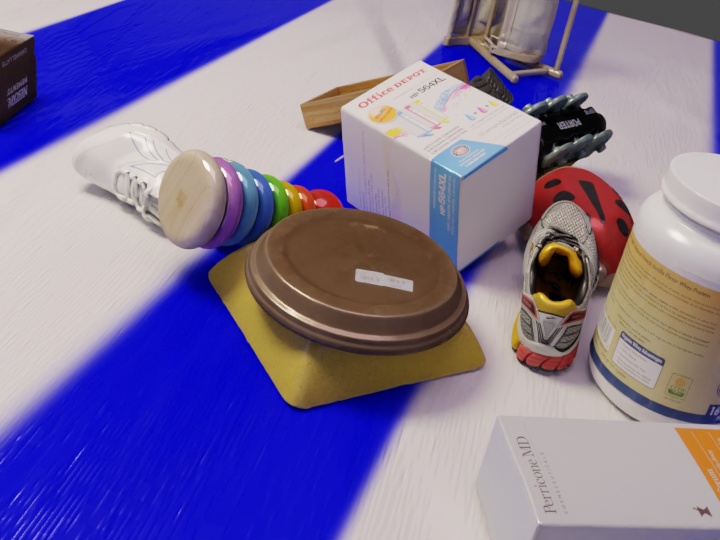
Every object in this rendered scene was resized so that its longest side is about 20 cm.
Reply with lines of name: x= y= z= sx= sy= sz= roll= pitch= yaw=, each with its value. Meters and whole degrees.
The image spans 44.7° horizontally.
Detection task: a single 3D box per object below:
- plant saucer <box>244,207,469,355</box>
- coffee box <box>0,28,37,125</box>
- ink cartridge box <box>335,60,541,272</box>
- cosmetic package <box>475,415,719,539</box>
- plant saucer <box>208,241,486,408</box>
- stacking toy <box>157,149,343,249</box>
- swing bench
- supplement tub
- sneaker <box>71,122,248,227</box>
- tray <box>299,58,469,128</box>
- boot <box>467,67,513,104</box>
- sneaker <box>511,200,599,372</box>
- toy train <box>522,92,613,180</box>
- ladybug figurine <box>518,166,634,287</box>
plant saucer: x=0.000 y=0.000 z=0.747 sx=0.195 sy=0.030 sz=0.202 roll=10 pitch=32 yaw=-6
coffee box: x=-0.486 y=-0.235 z=0.997 sx=0.195 sy=0.081 sz=0.115 roll=12 pitch=31 yaw=1
ink cartridge box: x=0.073 y=-0.119 z=0.932 sx=0.128 sy=0.127 sz=0.199 roll=-34 pitch=51 yaw=-28
cosmetic package: x=0.189 y=0.162 z=0.601 sx=0.195 sy=0.073 sz=0.102 roll=4 pitch=32 yaw=-12
plant saucer: x=-0.012 y=0.023 z=0.779 sx=0.196 sy=0.049 sz=0.200 roll=-9 pitch=37 yaw=-29
stacking toy: x=-0.091 y=-0.055 z=0.831 sx=0.198 sy=0.087 sz=0.085 roll=6 pitch=25 yaw=-49
swing bench: x=0.262 y=-0.454 z=1.491 sx=0.128 sy=0.202 sz=0.200 roll=-13 pitch=39 yaw=-35
supplement tub: x=0.286 y=0.019 z=0.738 sx=0.141 sy=0.204 sz=0.145 roll=8 pitch=31 yaw=-5
sneaker: x=-0.200 y=-0.087 z=0.871 sx=0.196 sy=0.076 sz=0.088 roll=16 pitch=36 yaw=7
tray: x=0.030 y=-0.223 z=1.117 sx=0.196 sy=0.038 sz=0.098 roll=-6 pitch=21 yaw=33
boot: x=0.117 y=-0.170 z=1.058 sx=0.070 sy=0.131 sz=0.200 roll=51 pitch=23 yaw=-2
sneaker: x=0.192 y=-0.002 z=0.821 sx=0.076 sy=0.083 sz=0.202 roll=11 pitch=43 yaw=8
toy train: x=0.229 y=-0.155 z=1.086 sx=0.198 sy=0.114 sz=0.086 roll=-21 pitch=75 yaw=-46
ladybug figurine: x=0.244 y=-0.055 z=0.968 sx=0.132 sy=0.073 sz=0.201 roll=7 pitch=32 yaw=-9
